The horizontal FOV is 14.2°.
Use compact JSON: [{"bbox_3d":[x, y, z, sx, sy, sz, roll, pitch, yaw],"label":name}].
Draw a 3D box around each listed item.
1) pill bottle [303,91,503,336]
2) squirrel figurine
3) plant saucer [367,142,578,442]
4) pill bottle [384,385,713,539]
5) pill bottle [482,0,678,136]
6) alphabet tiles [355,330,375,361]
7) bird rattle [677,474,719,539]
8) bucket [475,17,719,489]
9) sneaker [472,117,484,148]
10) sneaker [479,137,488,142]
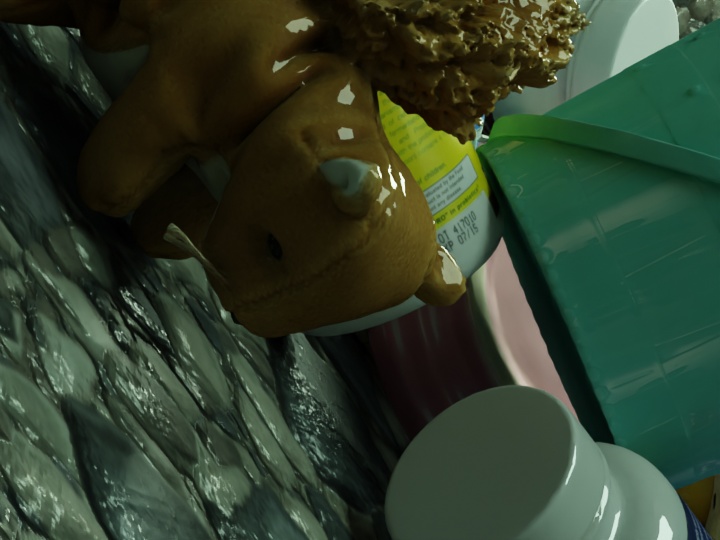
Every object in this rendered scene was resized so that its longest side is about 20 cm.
[{"bbox_3d":[-0.023,-0.081,1.241,0.109,0.109,0.201,-85,151,-72],"label":"pill bottle"},{"bbox_3d":[-0.015,-0.073,1.078,0.187,0.200,0.142,52,-3,40],"label":"squirrel figurine"},{"bbox_3d":[0.089,0.029,1.423,0.200,0.051,0.201,19,60,-38],"label":"plant saucer"},{"bbox_3d":[0.098,0.143,1.221,0.200,0.119,0.120,52,13,-37],"label":"pill bottle"},{"bbox_3d":[0.066,-0.132,1.573,0.199,0.113,0.113,18,-10,27],"label":"pill bottle"},{"bbox_3d":[0.000,0.000,1.461,0.200,0.008,0.167,55,12,-22],"label":"alphabet tiles"},{"bbox_3d":[0.183,0.088,1.547,0.200,0.112,0.164,127,-30,-59],"label":"bird rattle"},{"bbox_3d":[0.145,-0.002,1.297,0.207,0.134,0.208,157,-90,-88],"label":"bucket"},{"bbox_3d":[0.023,-0.092,1.416,0.200,0.075,0.077,-77,163,-80],"label":"sneaker"},{"bbox_3d":[0.085,-0.016,1.517,0.200,0.100,0.075,41,1,-25],"label":"sneaker"}]
